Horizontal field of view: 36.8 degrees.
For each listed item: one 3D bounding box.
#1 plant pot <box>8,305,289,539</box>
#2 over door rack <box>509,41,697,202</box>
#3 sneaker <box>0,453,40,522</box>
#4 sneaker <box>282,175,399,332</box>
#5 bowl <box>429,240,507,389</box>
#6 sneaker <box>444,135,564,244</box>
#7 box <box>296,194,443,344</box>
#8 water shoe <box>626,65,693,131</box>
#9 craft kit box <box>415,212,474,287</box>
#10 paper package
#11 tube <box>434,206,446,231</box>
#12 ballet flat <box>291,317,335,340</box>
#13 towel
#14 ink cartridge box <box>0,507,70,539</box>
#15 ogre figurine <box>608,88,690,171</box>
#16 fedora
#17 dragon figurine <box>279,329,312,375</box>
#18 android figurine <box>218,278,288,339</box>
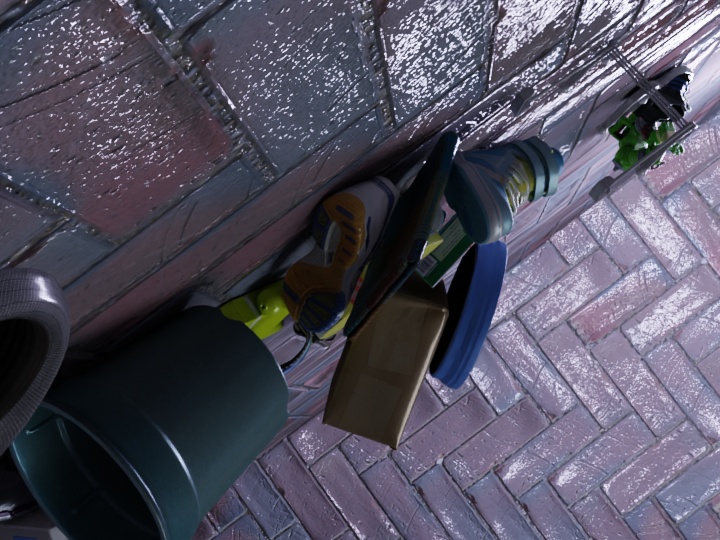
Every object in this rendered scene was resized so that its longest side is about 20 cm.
[{"bbox_3d":[-0.179,0.143,0.985,0.196,0.200,0.200,-39,175,-39],"label":"plant pot"},{"bbox_3d":[0.273,-0.168,1.238,0.200,0.148,0.067,-31,164,-35],"label":"over door rack"},{"bbox_3d":[-0.307,0.173,1.069,0.200,0.074,0.088,-22,133,-40],"label":"sneaker"},{"bbox_3d":[-0.014,-0.013,1.099,0.088,0.075,0.200,-36,165,-41],"label":"sneaker"},{"bbox_3d":[0.136,0.052,1.403,0.201,0.039,0.201,-161,-90,-87],"label":"bowl"},{"bbox_3d":[0.160,-0.091,1.125,0.130,0.080,0.200,-11,-157,-3],"label":"sneaker"},{"bbox_3d":[0.000,0.000,1.276,0.200,0.075,0.050,-40,171,27],"label":"box"},{"bbox_3d":[0.507,-0.279,1.795,0.200,0.079,0.072,-29,168,-44],"label":"water shoe"},{"bbox_3d":[0.151,-0.076,1.386,0.200,0.048,0.198,-48,-179,12],"label":"craft kit box"},{"bbox_3d":[0.035,0.102,1.420,0.191,0.103,0.201,-77,-174,-76],"label":"paper package"},{"bbox_3d":[0.083,-0.059,1.394,0.077,0.050,0.200,-35,175,2],"label":"tube"},{"bbox_3d":[-0.052,0.052,1.401,0.071,0.069,0.200,-13,165,-16],"label":"ballet flat"},{"bbox_3d":[0.042,-0.038,1.088,0.147,0.022,0.200,-53,-169,44],"label":"towel"},{"bbox_3d":[-0.331,0.323,1.086,0.200,0.177,0.045,-7,-167,38],"label":"ink cartridge box"},{"bbox_3d":[0.504,-0.245,1.895,0.098,0.201,0.120,22,153,-29],"label":"ogre figurine"},{"bbox_3d":[-0.235,0.046,0.529,0.177,0.090,0.200,-33,164,-36],"label":"fedora"},{"bbox_3d":[-0.137,0.129,1.166,0.200,0.059,0.099,-29,169,25],"label":"dragon figurine"},{"bbox_3d":[-0.136,0.068,1.210,0.182,0.041,0.200,-42,171,32],"label":"android figurine"}]
